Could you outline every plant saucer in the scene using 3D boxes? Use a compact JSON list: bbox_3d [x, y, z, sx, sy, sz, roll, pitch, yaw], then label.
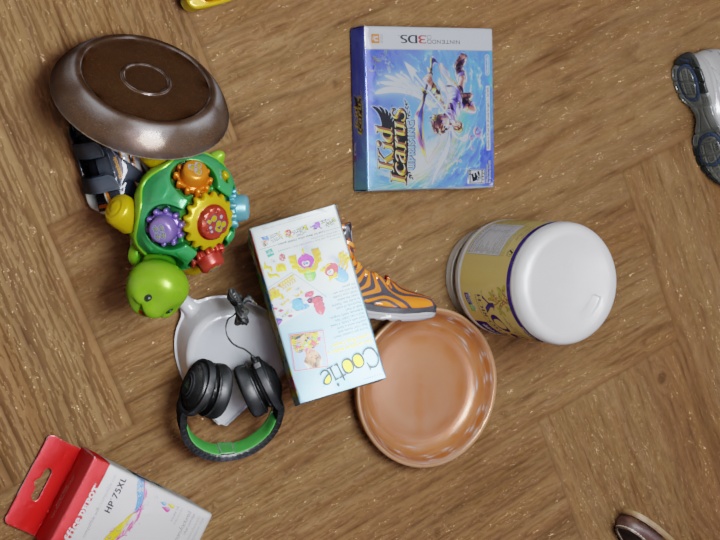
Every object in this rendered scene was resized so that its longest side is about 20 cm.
[{"bbox_3d":[0.079,0.145,1.719,0.198,0.037,0.202,-2,94,-25],"label":"plant saucer"},{"bbox_3d":[-0.235,-0.198,1.481,0.198,0.201,0.032,2,134,-25],"label":"plant saucer"}]

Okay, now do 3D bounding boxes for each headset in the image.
[{"bbox_3d":[-0.148,0.124,1.561,0.122,0.094,0.201,-2,124,-19],"label":"headset"}]

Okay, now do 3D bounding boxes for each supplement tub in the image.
[{"bbox_3d":[0.204,0.011,1.679,0.144,0.200,0.147,-1,93,-25],"label":"supplement tub"}]

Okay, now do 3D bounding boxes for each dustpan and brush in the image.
[{"bbox_3d":[-0.180,0.065,1.591,0.139,0.057,0.200,-42,116,-4],"label":"dustpan and brush"}]

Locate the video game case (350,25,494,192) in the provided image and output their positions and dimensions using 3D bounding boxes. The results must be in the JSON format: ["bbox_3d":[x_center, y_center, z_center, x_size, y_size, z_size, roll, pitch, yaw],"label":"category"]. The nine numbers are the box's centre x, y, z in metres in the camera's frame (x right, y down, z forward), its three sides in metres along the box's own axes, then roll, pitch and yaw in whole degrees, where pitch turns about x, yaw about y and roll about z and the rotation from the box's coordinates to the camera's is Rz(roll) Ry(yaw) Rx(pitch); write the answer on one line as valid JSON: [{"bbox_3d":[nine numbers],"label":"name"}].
[{"bbox_3d":[0.078,-0.200,1.694,0.180,0.045,0.202,-4,95,-24],"label":"video game case"}]

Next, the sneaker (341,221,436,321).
[{"bbox_3d":[0.000,0.000,1.636,0.198,0.078,0.113,8,88,-11],"label":"sneaker"}]

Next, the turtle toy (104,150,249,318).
[{"bbox_3d":[-0.196,-0.042,1.483,0.145,0.101,0.201,35,81,-43],"label":"turtle toy"}]

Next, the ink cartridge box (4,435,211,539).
[{"bbox_3d":[-0.284,0.280,1.541,0.199,0.067,0.117,30,80,-23],"label":"ink cartridge box"}]

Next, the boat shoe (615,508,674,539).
[{"bbox_3d":[0.413,0.407,1.871,0.200,0.070,0.071,44,71,-21],"label":"boat shoe"}]

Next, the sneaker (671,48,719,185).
[{"bbox_3d":[0.499,-0.212,1.876,0.087,0.074,0.202,-23,103,-27],"label":"sneaker"}]

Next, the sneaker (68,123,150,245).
[{"bbox_3d":[-0.277,-0.114,1.515,0.079,0.078,0.201,-44,111,-22],"label":"sneaker"}]

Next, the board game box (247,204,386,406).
[{"bbox_3d":[-0.052,0.042,1.545,0.104,0.103,0.202,-15,84,-8],"label":"board game box"}]

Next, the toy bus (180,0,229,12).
[{"bbox_3d":[-0.152,-0.400,1.496,0.135,0.192,0.202,-25,104,-23],"label":"toy bus"}]
